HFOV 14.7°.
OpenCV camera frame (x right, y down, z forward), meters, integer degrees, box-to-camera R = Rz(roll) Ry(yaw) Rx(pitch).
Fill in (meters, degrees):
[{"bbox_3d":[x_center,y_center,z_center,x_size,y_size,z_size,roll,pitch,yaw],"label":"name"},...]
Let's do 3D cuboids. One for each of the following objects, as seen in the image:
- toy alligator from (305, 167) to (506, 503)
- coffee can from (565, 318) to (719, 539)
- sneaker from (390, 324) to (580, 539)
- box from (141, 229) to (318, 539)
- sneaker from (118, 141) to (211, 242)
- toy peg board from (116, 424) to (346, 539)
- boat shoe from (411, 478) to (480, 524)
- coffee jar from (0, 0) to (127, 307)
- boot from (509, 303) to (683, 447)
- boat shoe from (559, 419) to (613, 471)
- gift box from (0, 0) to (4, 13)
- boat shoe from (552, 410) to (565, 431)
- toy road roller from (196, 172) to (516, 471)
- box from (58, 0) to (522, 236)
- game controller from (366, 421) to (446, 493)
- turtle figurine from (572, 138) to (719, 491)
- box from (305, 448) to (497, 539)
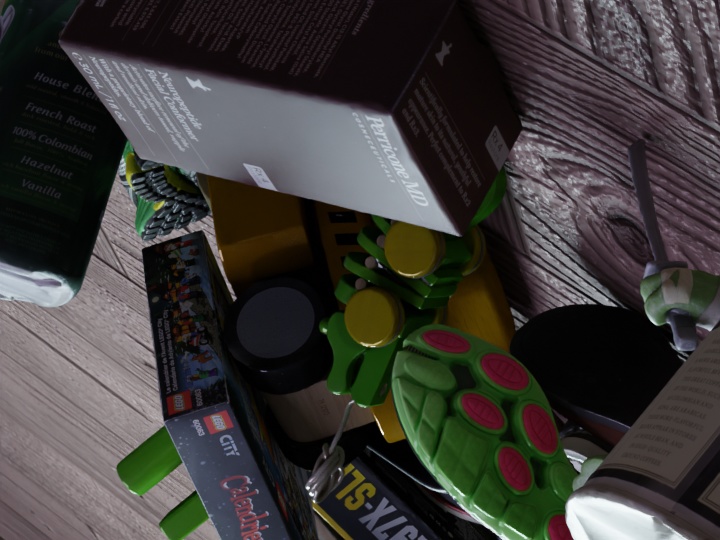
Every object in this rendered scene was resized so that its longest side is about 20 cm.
[{"bbox_3d":[0.006,0.021,1.404,0.054,0.201,0.059,37,-161,23],"label":"toy alligator"},{"bbox_3d":[0.190,0.056,1.007,0.146,0.200,0.147,38,164,13],"label":"coffee can"},{"bbox_3d":[0.081,0.113,1.396,0.200,0.077,0.084,49,158,-9],"label":"sneaker"},{"bbox_3d":[-0.066,0.096,1.528,0.137,0.037,0.201,-101,-7,-48],"label":"box"},{"bbox_3d":[-0.113,-0.079,1.638,0.086,0.078,0.200,62,172,15],"label":"sneaker"},{"bbox_3d":[-0.054,0.138,1.774,0.200,0.098,0.199,52,-163,0],"label":"toy peg board"},{"bbox_3d":[0.096,0.126,1.652,0.200,0.071,0.063,40,153,27],"label":"boat shoe"},{"bbox_3d":[-0.164,-0.087,1.489,0.085,0.201,0.104,18,168,-11],"label":"coffee jar"},{"bbox_3d":[0.169,0.118,1.438,0.187,0.069,0.201,17,144,29],"label":"boot"},{"bbox_3d":[0.188,0.149,1.520,0.201,0.061,0.072,41,135,0],"label":"boat shoe"},{"bbox_3d":[-0.269,-0.101,1.718,0.186,0.185,0.200,38,170,20],"label":"gift box"},{"bbox_3d":[0.042,0.071,1.632,0.199,0.071,0.070,27,163,42],"label":"boat shoe"},{"bbox_3d":[0.000,0.000,1.516,0.123,0.145,0.201,67,-172,-56],"label":"toy road roller"},{"bbox_3d":[-0.033,-0.089,1.318,0.199,0.075,0.100,12,152,33],"label":"box"},{"bbox_3d":[0.011,0.043,1.588,0.042,0.105,0.200,-2,-154,-47],"label":"game controller"},{"bbox_3d":[0.142,0.077,1.167,0.199,0.194,0.145,30,128,20],"label":"turtle figurine"},{"bbox_3d":[0.013,0.121,1.731,0.200,0.049,0.160,46,-165,-18],"label":"box"}]
